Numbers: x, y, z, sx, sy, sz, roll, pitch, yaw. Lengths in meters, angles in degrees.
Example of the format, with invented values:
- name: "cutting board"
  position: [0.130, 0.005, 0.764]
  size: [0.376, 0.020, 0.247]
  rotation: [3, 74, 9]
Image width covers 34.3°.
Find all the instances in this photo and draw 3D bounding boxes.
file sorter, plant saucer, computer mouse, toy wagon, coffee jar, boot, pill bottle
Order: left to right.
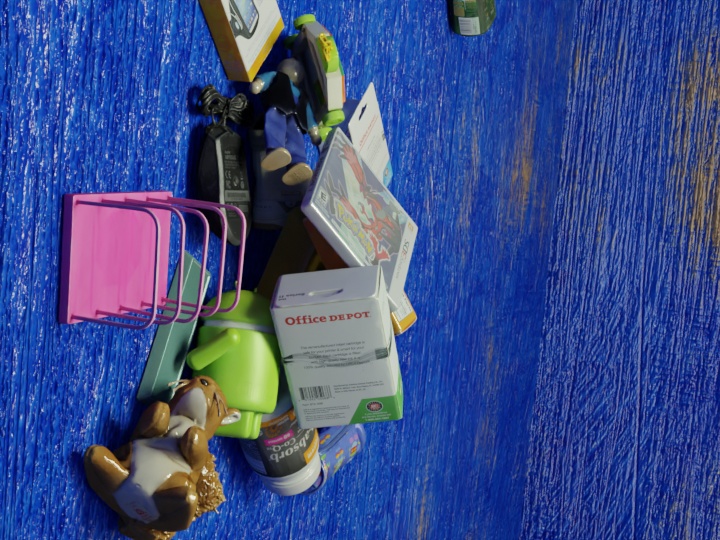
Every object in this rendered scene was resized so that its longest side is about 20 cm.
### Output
- name: "file sorter"
  position: [-0.230, -0.013, 1.327]
  size: [0.200, 0.124, 0.141]
  rotation: [-12, 108, -67]
- name: "plant saucer"
  position: [-0.234, 0.079, 1.488]
  size: [0.070, 0.019, 0.203]
  rotation: [52, 48, -61]
- name: "computer mouse"
  position: [-0.183, -0.132, 1.518]
  size: [0.138, 0.052, 0.203]
  rotation: [5, 81, -69]
- name: "pill bottle"
  position: [-0.122, 0.228, 1.683]
  size: [0.202, 0.115, 0.117]
  rotation: [75, 31, -42]
- name: "boot"
  position: [-0.101, -0.159, 1.681]
  size: [0.200, 0.071, 0.157]
  rotation: [-41, 131, -59]
- name: "plant saucer"
  position: [-0.078, -0.003, 1.713]
  size: [0.202, 0.048, 0.200]
  rotation: [-66, 163, 18]
- name: "toy wagon"
  position: [-0.057, -0.276, 1.625]
  size: [0.200, 0.039, 0.157]
  rotation: [142, -67, -70]
- name: "coffee jar"
  position: [0.216, -0.576, 2.318]
  size: [0.202, 0.084, 0.105]
  rotation: [78, 31, -42]

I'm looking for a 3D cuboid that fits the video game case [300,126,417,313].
- name: "video game case"
  position: [0.004, -0.071, 1.583]
  size: [0.200, 0.023, 0.183]
  rotation: [49, 33, -25]

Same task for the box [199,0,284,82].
- name: "box"
  position: [-0.161, -0.361, 1.509]
  size: [0.201, 0.041, 0.120]
  rotation: [70, 35, -45]

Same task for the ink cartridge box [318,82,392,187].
- name: "ink cartridge box"
  position: [-0.010, -0.197, 1.896]
  size: [0.202, 0.066, 0.117]
  rotation: [75, 31, -44]

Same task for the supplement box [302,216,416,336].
- name: "supplement box"
  position: [0.000, 0.000, 1.614]
  size: [0.069, 0.066, 0.202]
  rotation: [-28, 94, -60]

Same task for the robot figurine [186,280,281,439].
- name: "robot figurine"
  position: [-0.162, 0.118, 1.541]
  size: [0.175, 0.114, 0.203]
  rotation: [37, 59, -75]

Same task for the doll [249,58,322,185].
- name: "doll"
  position: [-0.097, -0.207, 1.570]
  size: [0.136, 0.048, 0.202]
  rotation: [34, 39, -38]

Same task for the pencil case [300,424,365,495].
- name: "pencil case"
  position: [-0.055, 0.295, 1.915]
  size: [0.087, 0.078, 0.200]
  rotation: [-60, 168, 24]

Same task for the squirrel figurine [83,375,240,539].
- name: "squirrel figurine"
  position: [-0.227, 0.227, 1.420]
  size: [0.202, 0.140, 0.188]
  rotation: [97, 14, -47]

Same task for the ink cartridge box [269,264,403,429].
- name: "ink cartridge box"
  position: [-0.028, 0.101, 1.539]
  size: [0.083, 0.144, 0.202]
  rotation: [-83, 166, -57]
